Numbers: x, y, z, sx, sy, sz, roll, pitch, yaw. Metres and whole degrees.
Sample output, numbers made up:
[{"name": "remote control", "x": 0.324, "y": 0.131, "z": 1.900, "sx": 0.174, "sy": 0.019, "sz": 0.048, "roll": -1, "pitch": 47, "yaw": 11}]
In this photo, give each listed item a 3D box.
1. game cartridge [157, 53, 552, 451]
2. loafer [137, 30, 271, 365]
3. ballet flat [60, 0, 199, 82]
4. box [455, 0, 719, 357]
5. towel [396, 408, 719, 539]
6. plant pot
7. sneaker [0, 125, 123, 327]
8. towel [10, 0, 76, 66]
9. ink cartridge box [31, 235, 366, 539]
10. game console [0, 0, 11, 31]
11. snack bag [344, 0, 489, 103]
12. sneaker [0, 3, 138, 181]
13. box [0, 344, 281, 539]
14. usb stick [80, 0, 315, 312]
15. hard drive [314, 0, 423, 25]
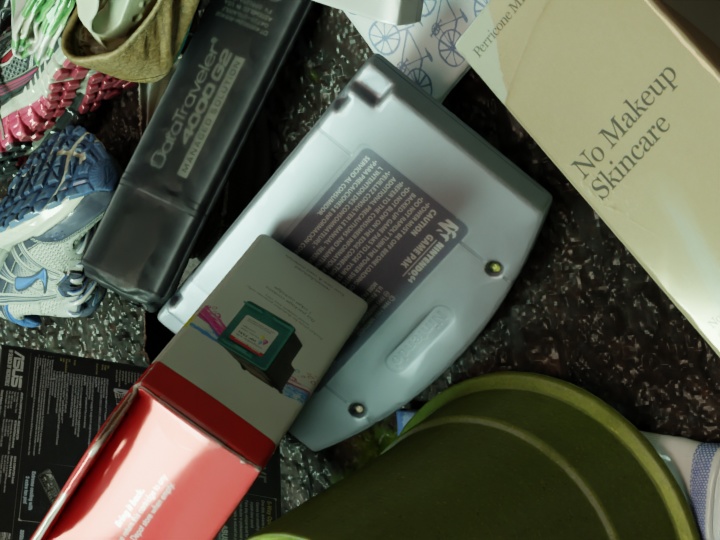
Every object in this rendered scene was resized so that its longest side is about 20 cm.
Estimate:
[{"name": "game cartridge", "x": 0.000, "y": 0.000, "z": 0.921, "sx": 0.133, "sy": 0.041, "sz": 0.200, "roll": 41, "pitch": 121, "yaw": -3}, {"name": "loafer", "x": -0.094, "y": -0.031, "z": 0.994, "sx": 0.073, "sy": 0.071, "sz": 0.200, "roll": 0, "pitch": 100, "yaw": 37}, {"name": "ballet flat", "x": -0.100, "y": -0.174, "z": 0.885, "sx": 0.068, "sy": 0.072, "sz": 0.200, "roll": 54, "pitch": 131, "yaw": 26}, {"name": "box", "x": 0.146, "y": -0.064, "z": 0.803, "sx": 0.200, "sy": 0.078, "sz": 0.095, "roll": 50, "pitch": 125, "yaw": 17}, {"name": "towel", "x": 0.102, "y": 0.149, "z": 0.916, "sx": 0.200, "sy": 0.024, "sz": 0.147, "roll": 4, "pitch": 101, "yaw": 37}, {"name": "plant pot", "x": 0.028, "y": 0.160, "z": 0.841, "sx": 0.200, "sy": 0.190, "sz": 0.200, "roll": 6, "pitch": 100, "yaw": 38}, {"name": "sneaker", "x": -0.174, "y": -0.018, "z": 1.048, "sx": 0.085, "sy": 0.077, "sz": 0.200, "roll": 36, "pitch": 149, "yaw": -18}, {"name": "towel", "x": -0.145, "y": -0.227, "z": 0.954, "sx": 0.200, "sy": 0.023, "sz": 0.153, "roll": -58, "pitch": 30, "yaw": 32}, {"name": "ink cartridge box", "x": -0.079, "y": 0.080, "z": 0.841, "sx": 0.067, "sy": 0.200, "sz": 0.116, "roll": 35, "pitch": 122, "yaw": 0}, {"name": "game console", "x": -0.273, "y": -0.204, "z": 1.124, "sx": 0.177, "sy": 0.031, "sz": 0.200, "roll": 38, "pitch": 121, "yaw": 18}, {"name": "snack bag", "x": 0.041, "y": -0.208, "z": 0.888, "sx": 0.200, "sy": 0.021, "sz": 0.189, "roll": -44, "pitch": 73, "yaw": 34}, {"name": "sneaker", "x": -0.173, "y": -0.127, "z": 1.029, "sx": 0.200, "sy": 0.081, "sz": 0.075, "roll": -36, "pitch": 76, "yaw": 37}, {"name": "box", "x": -0.121, "y": 0.136, "z": 0.929, "sx": 0.200, "sy": 0.157, "sz": 0.050, "roll": -95, "pitch": 21, "yaw": -45}, {"name": "usb stick", "x": -0.084, "y": -0.075, "z": 0.951, "sx": 0.055, "sy": 0.033, "sz": 0.200, "roll": 25, "pitch": 87, "yaw": 18}, {"name": "hard drive", "x": -0.012, "y": -0.230, "z": 0.857, "sx": 0.132, "sy": 0.027, "sz": 0.200, "roll": 24, "pitch": 116, "yaw": 37}]
